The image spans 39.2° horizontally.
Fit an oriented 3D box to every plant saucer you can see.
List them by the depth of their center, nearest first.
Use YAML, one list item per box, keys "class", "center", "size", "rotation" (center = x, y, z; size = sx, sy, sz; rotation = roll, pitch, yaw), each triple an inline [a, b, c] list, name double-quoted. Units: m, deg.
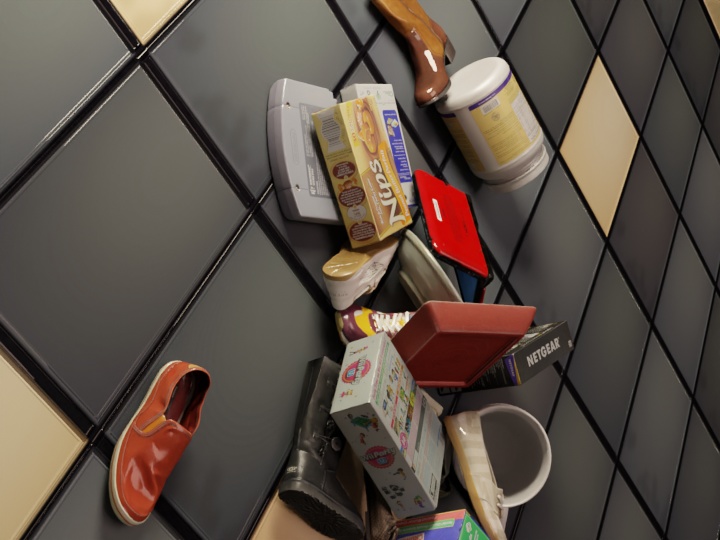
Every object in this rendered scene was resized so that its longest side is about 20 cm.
- class: "plant saucer"
  center: [0.130, 0.116, 1.449]
  size: [0.197, 0.200, 0.037]
  rotation: [4, 53, -32]
- class: "plant saucer"
  center: [0.104, 0.033, 1.539]
  size: [0.050, 0.200, 0.201]
  rotation: [-34, 113, -3]

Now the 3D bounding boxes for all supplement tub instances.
- class: "supplement tub"
  center: [0.232, -0.252, 1.767]
  size: [0.201, 0.144, 0.146]
  rotation: [56, 42, -24]

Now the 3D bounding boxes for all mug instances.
- class: "mug"
  center: [0.211, 0.307, 1.558]
  size: [0.175, 0.145, 0.203]
  rotation: [63, 28, -83]

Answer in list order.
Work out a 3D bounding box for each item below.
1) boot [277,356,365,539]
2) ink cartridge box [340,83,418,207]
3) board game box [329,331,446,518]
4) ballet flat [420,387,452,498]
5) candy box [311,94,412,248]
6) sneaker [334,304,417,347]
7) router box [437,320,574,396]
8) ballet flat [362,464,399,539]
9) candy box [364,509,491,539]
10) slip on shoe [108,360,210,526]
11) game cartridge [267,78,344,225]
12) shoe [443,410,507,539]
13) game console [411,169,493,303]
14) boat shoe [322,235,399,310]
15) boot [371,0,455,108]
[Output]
- class: "boot"
  center: [-0.033, 0.241, 1.366]
  size: [0.165, 0.065, 0.202]
  rotation: [50, 37, -40]
- class: "ink cartridge box"
  center: [0.031, -0.190, 1.584]
  size: [0.099, 0.039, 0.203]
  rotation: [-11, 87, -52]
- class: "board game box"
  center: [0.042, 0.209, 1.366]
  size: [0.201, 0.064, 0.148]
  rotation: [60, 24, -26]
- class: "ballet flat"
  center: [0.099, 0.243, 1.511]
  size: [0.067, 0.075, 0.203]
  rotation: [-15, 91, -51]
- class: "candy box"
  center: [0.004, -0.146, 1.469]
  size: [0.115, 0.055, 0.203]
  rotation: [-30, 106, -58]
- class: "sneaker"
  center: [0.045, 0.084, 1.467]
  size: [0.199, 0.089, 0.076]
  rotation: [25, 44, -49]
- class: "router box"
  center: [0.235, 0.142, 1.645]
  size: [0.199, 0.156, 0.053]
  rotation: [-21, 95, -51]
- class: "ballet flat"
  center: [0.028, 0.287, 1.401]
  size: [0.068, 0.046, 0.203]
  rotation: [75, 11, -60]
- class: "candy box"
  center: [0.119, 0.428, 1.406]
  size: [0.200, 0.167, 0.078]
  rotation: [50, 40, -30]
- class: "slip on shoe"
  center: [-0.224, 0.189, 1.136]
  size: [0.074, 0.061, 0.202]
  rotation: [47, 48, -34]
- class: "game cartridge"
  center: [-0.076, -0.168, 1.446]
  size: [0.133, 0.040, 0.203]
  rotation: [5, 75, -54]
- class: "shoe"
  center: [0.173, 0.295, 1.429]
  size: [0.070, 0.053, 0.203]
  rotation: [68, 4, -73]
- class: "game console"
  center: [0.132, -0.031, 1.588]
  size: [0.171, 0.119, 0.202]
  rotation: [24, 34, -28]
- class: "boat shoe"
  center: [0.000, 0.000, 1.473]
  size: [0.200, 0.070, 0.070]
  rotation: [-38, 131, -57]
- class: "boot"
  center: [0.082, -0.392, 1.683]
  size: [0.200, 0.068, 0.190]
  rotation: [48, 47, -30]
